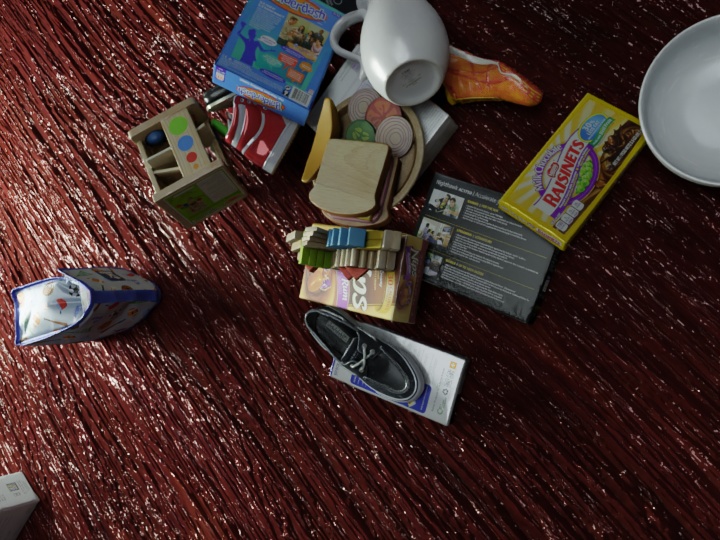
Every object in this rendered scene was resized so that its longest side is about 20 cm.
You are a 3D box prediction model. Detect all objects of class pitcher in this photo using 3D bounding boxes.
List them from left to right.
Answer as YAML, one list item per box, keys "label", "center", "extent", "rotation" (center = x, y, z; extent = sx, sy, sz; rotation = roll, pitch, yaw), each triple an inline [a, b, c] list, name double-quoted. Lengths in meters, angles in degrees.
- label: "pitcher"
  center: [0.035, -0.321, 0.817]
  extent: [0.170, 0.120, 0.204]
  rotation: [-28, 57, 28]

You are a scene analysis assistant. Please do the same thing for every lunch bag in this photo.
- label: "lunch bag"
  center: [-0.483, 0.059, 1.036]
  extent: [0.196, 0.169, 0.127]
  rotation: [-13, 84, 24]

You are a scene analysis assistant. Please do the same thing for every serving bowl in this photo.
- label: "serving bowl"
  center: [0.436, -0.193, 0.690]
  extent: [0.196, 0.066, 0.205]
  rotation: [-3, 83, 22]

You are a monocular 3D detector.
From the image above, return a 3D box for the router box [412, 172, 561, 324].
- label: "router box"
  center: [0.170, -0.033, 0.804]
  extent: [0.197, 0.051, 0.152]
  rotation: [23, 95, 27]

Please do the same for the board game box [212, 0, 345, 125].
- label: "board game box"
  center: [-0.118, -0.340, 0.887]
  extent: [0.149, 0.045, 0.204]
  rotation: [23, 65, -10]

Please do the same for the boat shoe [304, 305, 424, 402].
- label: "boat shoe"
  center: [0.001, 0.117, 0.823]
  extent: [0.199, 0.068, 0.072]
  rotation: [39, 101, 22]

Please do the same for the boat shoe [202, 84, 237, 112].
- label: "boat shoe"
  center: [-0.173, -0.322, 0.939]
  extent: [0.200, 0.073, 0.064]
  rotation: [-36, 104, -16]

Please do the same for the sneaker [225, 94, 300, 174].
- label: "sneaker"
  center: [-0.140, -0.262, 0.915]
  extent: [0.111, 0.071, 0.203]
  rotation: [28, 68, -12]

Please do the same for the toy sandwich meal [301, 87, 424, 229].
- label: "toy sandwich meal"
  center: [-0.004, -0.163, 0.824]
  extent: [0.201, 0.070, 0.211]
  rotation: [-3, 82, 25]

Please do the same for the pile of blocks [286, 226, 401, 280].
- label: "pile of blocks"
  center: [-0.031, -0.020, 0.786]
  extent: [0.197, 0.081, 0.064]
  rotation: [-1, 79, 43]

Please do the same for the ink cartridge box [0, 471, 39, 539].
- label: "ink cartridge box"
  center: [-0.755, 0.507, 1.112]
  extent: [0.083, 0.175, 0.202]
  rotation: [39, 100, 22]

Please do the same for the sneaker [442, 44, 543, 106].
- label: "sneaker"
  center: [0.168, -0.265, 0.829]
  extent: [0.198, 0.072, 0.079]
  rotation: [32, 109, 32]

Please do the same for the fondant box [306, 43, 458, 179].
- label: "fondant box"
  center: [0.028, -0.225, 0.888]
  extent: [0.200, 0.058, 0.145]
  rotation: [45, 103, 23]

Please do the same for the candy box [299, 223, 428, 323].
- label: "candy box"
  center: [0.000, 0.000, 0.847]
  extent: [0.197, 0.056, 0.120]
  rotation: [9, 89, 43]

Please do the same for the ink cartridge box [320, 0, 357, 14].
- label: "ink cartridge box"
  center: [0.022, -0.462, 0.891]
  extent: [0.196, 0.100, 0.040]
  rotation: [-14, 46, 23]

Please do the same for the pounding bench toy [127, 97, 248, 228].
- label: "pounding bench toy"
  center: [-0.258, -0.202, 0.978]
  extent: [0.197, 0.124, 0.158]
  rotation: [-28, 73, 1]

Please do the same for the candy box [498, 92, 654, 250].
- label: "candy box"
  center: [0.276, -0.131, 0.744]
  extent: [0.102, 0.027, 0.201]
  rotation: [36, 78, 25]

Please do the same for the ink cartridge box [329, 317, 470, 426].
- label: "ink cartridge box"
  center: [0.054, 0.143, 0.851]
  extent: [0.196, 0.037, 0.097]
  rotation: [18, 93, 23]
